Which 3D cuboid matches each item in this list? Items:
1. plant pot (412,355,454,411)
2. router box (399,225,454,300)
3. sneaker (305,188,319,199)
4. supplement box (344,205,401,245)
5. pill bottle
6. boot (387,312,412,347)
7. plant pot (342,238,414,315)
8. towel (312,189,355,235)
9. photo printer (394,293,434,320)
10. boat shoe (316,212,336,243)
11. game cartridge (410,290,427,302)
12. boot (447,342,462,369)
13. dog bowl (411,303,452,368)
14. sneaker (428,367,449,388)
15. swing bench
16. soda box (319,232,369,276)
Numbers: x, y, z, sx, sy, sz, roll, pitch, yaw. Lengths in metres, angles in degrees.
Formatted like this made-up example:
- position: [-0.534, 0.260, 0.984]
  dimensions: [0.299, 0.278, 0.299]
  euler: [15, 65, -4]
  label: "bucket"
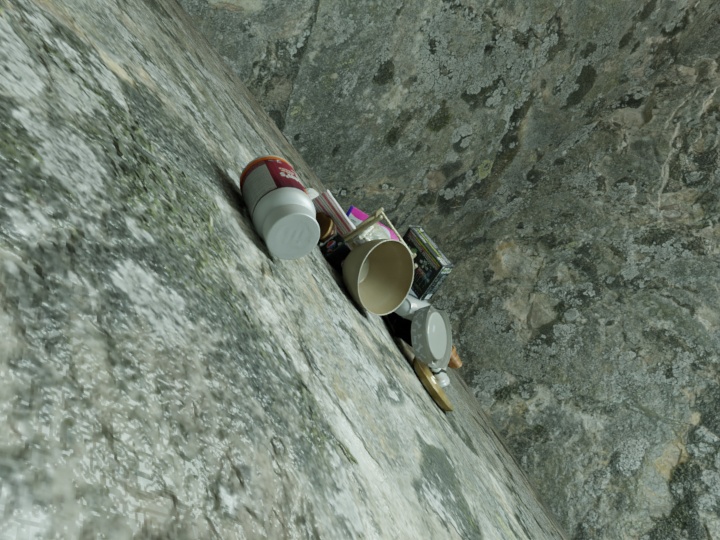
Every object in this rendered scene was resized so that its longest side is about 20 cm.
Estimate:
- position: [0.216, 0.348, 1.614]
  dimensions: [0.201, 0.027, 0.200]
  euler: [53, 6, -8]
  label: "plant pot"
- position: [0.197, -0.027, 1.739]
  dimensions: [0.062, 0.150, 0.200]
  euler: [-4, 47, -42]
  label: "router box"
- position: [-0.130, -0.185, 1.804]
  dimensions: [0.200, 0.078, 0.100]
  euler: [42, 16, -25]
  label: "sneaker"
- position: [0.021, -0.115, 1.786]
  dimensions: [0.199, 0.102, 0.103]
  euler: [31, -15, -7]
  label: "supplement box"
- position: [-0.142, -0.113, 0.930]
  dimensions: [0.110, 0.109, 0.200]
  euler: [49, 7, -43]
  label: "pill bottle"
- position: [0.173, 0.217, 1.791]
  dimensions: [0.200, 0.076, 0.168]
  euler: [46, 3, -11]
  label: "boot"
- position: [0.028, 0.006, 1.423]
  dimensions: [0.134, 0.201, 0.200]
  euler: [18, -25, 48]
  label: "plant pot"
- position: [-0.099, -0.172, 1.664]
  dimensions: [0.147, 0.030, 0.200]
  euler: [53, -26, -11]
  label: "towel"
- position: [0.142, 0.108, 1.748]
  dimensions: [0.199, 0.070, 0.166]
  euler: [29, 7, 40]
  label: "photo printer"
- position: [-0.099, -0.119, 1.576]
  dimensions: [0.070, 0.070, 0.200]
  euler: [45, 8, -23]
  label: "boat shoe"
- position: [0.173, 0.140, 1.908]
  dimensions: [0.133, 0.040, 0.201]
  euler: [40, -36, 29]
  label: "game cartridge"
- position: [0.295, 0.267, 1.817]
  dimensions: [0.155, 0.073, 0.200]
  euler: [60, 6, 8]
  label: "boot"
- position: [0.216, 0.200, 1.619]
  dimensions: [0.200, 0.058, 0.202]
  euler: [23, 63, -56]
  label: "dog bowl"
- position: [0.256, 0.320, 1.800]
  dimensions: [0.200, 0.073, 0.081]
  euler: [-110, -178, -75]
  label: "sneaker"
- position: [0.042, -0.052, 1.655]
  dimensions: [0.199, 0.199, 0.130]
  euler: [53, 14, -12]
  label: "swing bench"
- position: [-0.029, -0.013, 1.515]
  dimensions: [0.200, 0.071, 0.063]
  euler: [50, 5, -39]
  label: "soda box"
